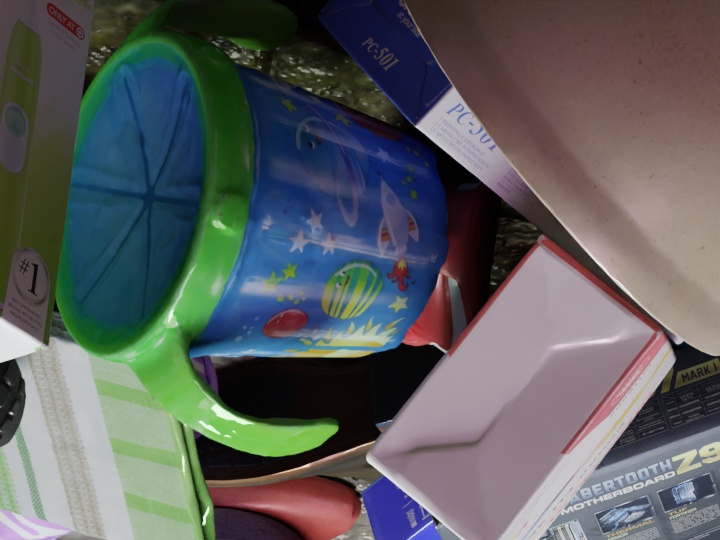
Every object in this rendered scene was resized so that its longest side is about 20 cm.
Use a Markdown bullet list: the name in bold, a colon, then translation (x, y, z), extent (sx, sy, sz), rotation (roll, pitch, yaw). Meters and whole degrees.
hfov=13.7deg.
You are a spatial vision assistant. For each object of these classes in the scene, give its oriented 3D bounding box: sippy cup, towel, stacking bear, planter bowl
- **sippy cup**: translation (-0.040, -0.020, 1.230), extent (0.130, 0.178, 0.140), rotation (11, -175, -32)
- **towel**: translation (-0.164, 0.064, 1.448), extent (0.200, 0.031, 0.149), rotation (14, 139, 21)
- **stacking bear**: translation (-0.076, 0.218, 1.632), extent (0.114, 0.200, 0.121), rotation (17, 147, -20)
- **planter bowl**: translation (0.126, -0.087, 1.128), extent (0.135, 0.200, 0.200), rotation (-39, 134, 14)

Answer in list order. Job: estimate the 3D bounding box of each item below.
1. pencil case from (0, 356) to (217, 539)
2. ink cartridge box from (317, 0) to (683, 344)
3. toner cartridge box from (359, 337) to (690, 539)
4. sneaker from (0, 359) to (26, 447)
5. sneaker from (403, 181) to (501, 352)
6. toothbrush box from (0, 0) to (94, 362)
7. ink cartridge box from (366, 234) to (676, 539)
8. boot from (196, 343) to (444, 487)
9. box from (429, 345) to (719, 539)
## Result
- **pencil case**: translation (-0.151, 0.085, 1.531), extent (0.085, 0.084, 0.200), rotation (-6, 159, -36)
- **ink cartridge box**: translation (0.074, -0.051, 1.260), extent (0.044, 0.094, 0.200), rotation (-46, 133, 7)
- **toner cartridge box**: translation (0.102, 0.082, 1.468), extent (0.095, 0.043, 0.200), rotation (17, 133, -43)
- **sneaker**: translation (-0.248, 0.027, 1.404), extent (0.200, 0.076, 0.088), rotation (26, 168, -1)
- **sneaker**: translation (0.000, 0.000, 1.342), extent (0.115, 0.078, 0.200), rotation (8, 166, 1)
- **toothbrush box**: translation (-0.185, -0.075, 1.153), extent (0.086, 0.200, 0.146), rotation (-19, 142, 32)
- **ink cartridge box**: translation (0.074, 0.058, 1.272), extent (0.067, 0.117, 0.200), rotation (39, -178, 9)
- **boot**: translation (-0.008, 0.092, 1.536), extent (0.200, 0.075, 0.097), rotation (-15, 141, 27)
- **box**: translation (0.139, 0.103, 1.431), extent (0.200, 0.051, 0.158), rotation (-21, 147, 5)
